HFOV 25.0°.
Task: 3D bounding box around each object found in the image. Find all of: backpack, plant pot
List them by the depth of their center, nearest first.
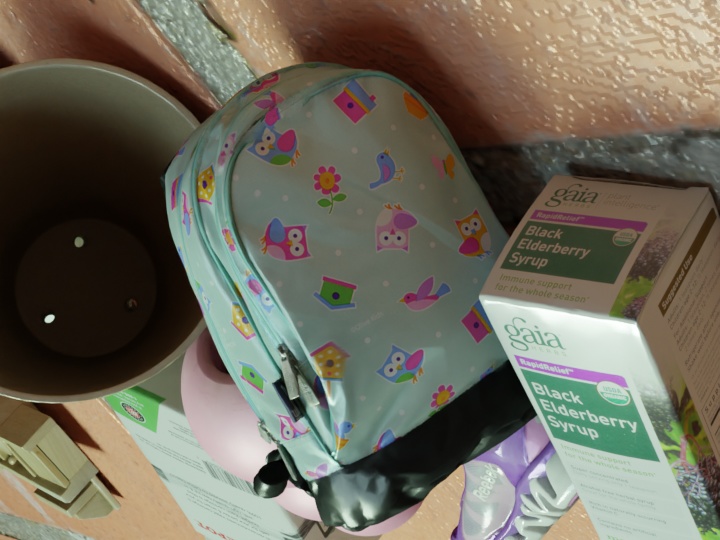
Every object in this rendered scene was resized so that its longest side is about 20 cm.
[{"bbox_3d":[0.000,0.000,0.755,0.200,0.167,0.127,59,156,-7],"label":"backpack"},{"bbox_3d":[-0.169,-0.007,0.959,0.187,0.187,0.200,38,169,1],"label":"plant pot"}]

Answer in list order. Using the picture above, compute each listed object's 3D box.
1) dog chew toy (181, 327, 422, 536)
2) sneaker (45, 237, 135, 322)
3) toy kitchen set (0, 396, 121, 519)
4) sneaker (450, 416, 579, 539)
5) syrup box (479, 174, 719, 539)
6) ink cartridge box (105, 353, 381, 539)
[{"bbox_3d":[-0.021,0.092,0.970,0.124,0.125,0.200,17,155,38],"label":"dog chew toy"},{"bbox_3d":[-0.201,-0.001,1.122,0.080,0.076,0.200,-6,128,17],"label":"sneaker"},{"bbox_3d":[-0.355,0.230,1.564,0.200,0.180,0.163,14,146,49],"label":"toy kitchen set"},{"bbox_3d":[0.083,0.103,0.902,0.088,0.080,0.200,41,151,11],"label":"sneaker"},{"bbox_3d":[0.133,0.055,0.734,0.079,0.081,0.200,8,142,38],"label":"syrup box"},{"bbox_3d":[-0.079,0.122,1.128,0.146,0.084,0.200,19,149,36],"label":"ink cartridge box"}]
